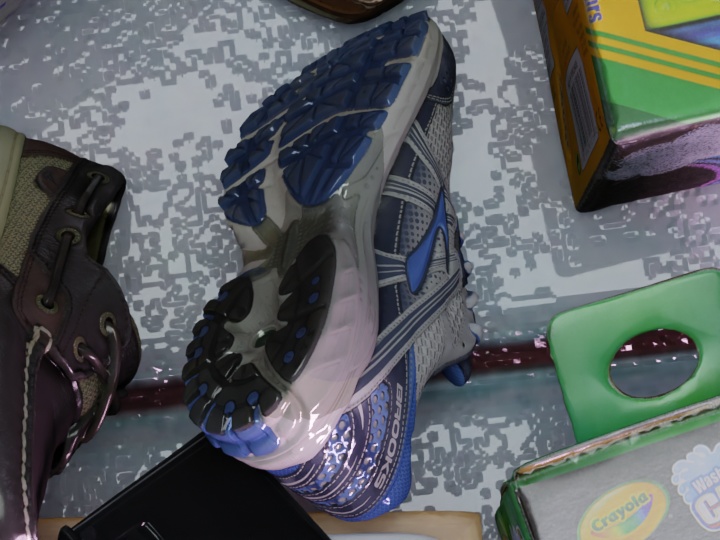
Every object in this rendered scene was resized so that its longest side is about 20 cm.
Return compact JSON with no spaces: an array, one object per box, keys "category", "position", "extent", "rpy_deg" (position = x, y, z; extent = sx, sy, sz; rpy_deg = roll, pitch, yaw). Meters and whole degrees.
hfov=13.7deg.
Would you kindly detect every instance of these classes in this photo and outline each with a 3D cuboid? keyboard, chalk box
[{"category":"keyboard","position":[-0.019,0.148,0.893],"extent":[0.200,0.021,0.127],"rpy_deg":[47,48,10]},{"category":"chalk box","position":[0.160,-0.108,0.995],"extent":[0.199,0.125,0.124],"rpy_deg":[-12,81,-4]},{"category":"chalk box","position":[0.118,0.103,0.959],"extent":[0.124,0.124,0.201],"rpy_deg":[-17,80,-2]}]

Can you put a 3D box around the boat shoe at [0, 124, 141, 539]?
[{"category":"boat shoe","position":[-0.102,0.021,0.956],"extent":[0.065,0.073,0.200],"rpy_deg":[3,42,-7]}]

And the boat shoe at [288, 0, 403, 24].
[{"category":"boat shoe","position":[-0.046,-0.174,1.029],"extent":[0.076,0.074,0.200],"rpy_deg":[-37,82,-6]}]

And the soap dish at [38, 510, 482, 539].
[{"category":"soap dish","position":[-0.036,0.180,0.964],"extent":[0.157,0.081,0.201],"rpy_deg":[-1,80,-1]}]

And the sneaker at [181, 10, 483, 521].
[{"category":"sneaker","position":[0.000,0.000,0.987],"extent":[0.085,0.077,0.200],"rpy_deg":[47,41,-30]}]

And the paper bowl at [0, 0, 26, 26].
[{"category":"paper bowl","position":[-0.184,-0.159,1.010],"extent":[0.200,0.104,0.202],"rpy_deg":[0,80,-1]}]
